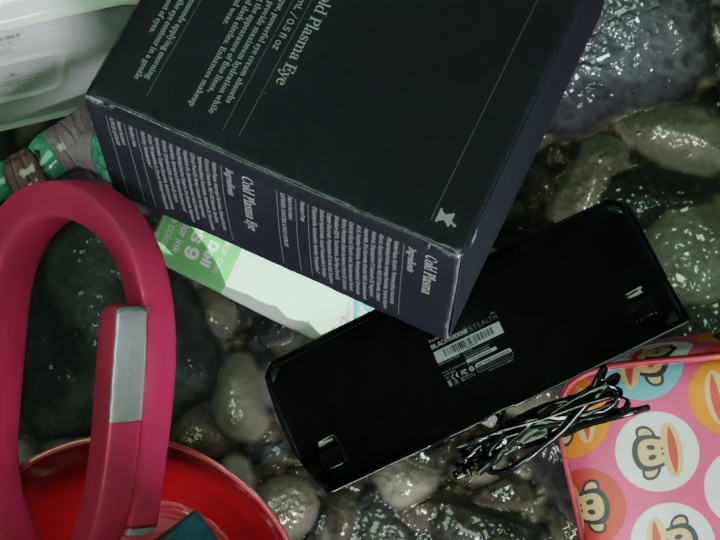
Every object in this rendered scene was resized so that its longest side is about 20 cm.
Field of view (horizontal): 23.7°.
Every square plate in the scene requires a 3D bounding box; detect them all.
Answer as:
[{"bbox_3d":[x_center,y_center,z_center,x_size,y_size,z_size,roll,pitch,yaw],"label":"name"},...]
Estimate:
[{"bbox_3d":[-0.181,-0.106,0.861,0.198,0.198,0.029,-16,81,-15],"label":"square plate"}]

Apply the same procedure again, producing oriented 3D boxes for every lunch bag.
[{"bbox_3d":[0.204,0.132,0.911,0.175,0.082,0.202,-8,93,22],"label":"lunch bag"}]

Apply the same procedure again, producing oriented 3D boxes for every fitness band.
[{"bbox_3d":[-0.144,0.057,0.824,0.037,0.143,0.202,2,99,-41],"label":"fitness band"}]

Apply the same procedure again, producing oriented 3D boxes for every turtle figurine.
[{"bbox_3d":[-0.224,-0.015,0.926,0.199,0.150,0.101,-29,92,-11],"label":"turtle figurine"}]

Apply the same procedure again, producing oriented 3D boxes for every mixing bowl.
[{"bbox_3d":[-0.120,0.186,0.935,0.198,0.108,0.202,0,89,4],"label":"mixing bowl"}]

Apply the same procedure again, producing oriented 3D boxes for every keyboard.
[{"bbox_3d":[0.060,0.052,0.826,0.199,0.040,0.105,-25,65,4],"label":"keyboard"}]

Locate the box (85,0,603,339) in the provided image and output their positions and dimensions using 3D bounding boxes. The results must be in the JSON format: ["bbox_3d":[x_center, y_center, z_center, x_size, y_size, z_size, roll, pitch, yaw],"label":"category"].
[{"bbox_3d":[0.002,-0.102,0.801,0.181,0.104,0.201,24,70,10],"label":"box"}]

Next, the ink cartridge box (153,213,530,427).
[{"bbox_3d":[0.000,0.000,0.912,0.199,0.145,0.088,25,91,3],"label":"ink cartridge box"}]

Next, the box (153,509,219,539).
[{"bbox_3d":[-0.106,0.165,0.781,0.082,0.200,0.049,-37,88,1],"label":"box"}]
